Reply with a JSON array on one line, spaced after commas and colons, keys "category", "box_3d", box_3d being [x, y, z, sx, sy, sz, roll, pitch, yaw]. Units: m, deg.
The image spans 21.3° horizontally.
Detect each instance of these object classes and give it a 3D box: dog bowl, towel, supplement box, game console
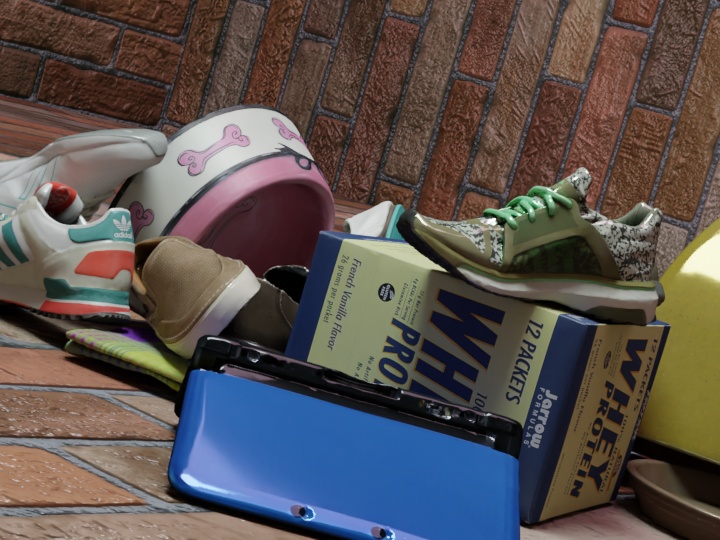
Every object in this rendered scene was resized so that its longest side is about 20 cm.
[{"category": "dog bowl", "box_3d": [-0.105, -0.027, 1.495, 0.074, 0.201, 0.200, 44, 19, 29]}, {"category": "towel", "box_3d": [-0.103, 0.070, 1.353, 0.143, 0.023, 0.200, 20, 7, 22]}, {"category": "supplement box", "box_3d": [0.079, 0.069, 1.319, 0.199, 0.135, 0.200, 19, 7, 24]}, {"category": "game console", "box_3d": [-0.015, 0.123, 1.110, 0.199, 0.119, 0.171, 17, -26, -6]}]

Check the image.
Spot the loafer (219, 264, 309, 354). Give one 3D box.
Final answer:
[{"category": "loafer", "box_3d": [-0.042, 0.033, 1.403, 0.073, 0.072, 0.200, 18, 6, 14]}]

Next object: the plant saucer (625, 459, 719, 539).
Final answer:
[{"category": "plant saucer", "box_3d": [0.282, 0.182, 1.376, 0.199, 0.030, 0.200, 17, 5, -2]}]

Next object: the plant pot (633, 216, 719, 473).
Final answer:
[{"category": "plant pot", "box_3d": [0.322, 0.070, 1.528, 0.195, 0.201, 0.194, 19, -6, 21]}]

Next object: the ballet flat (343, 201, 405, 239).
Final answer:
[{"category": "ballet flat", "box_3d": [0.000, 0.000, 1.558, 0.069, 0.070, 0.200, 17, 23, 1]}]

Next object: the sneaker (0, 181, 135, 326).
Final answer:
[{"category": "sneaker", "box_3d": [-0.236, -0.018, 1.380, 0.199, 0.094, 0.070, 11, 0, 37]}]

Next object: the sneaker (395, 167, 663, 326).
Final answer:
[{"category": "sneaker", "box_3d": [0.112, -0.027, 1.217, 0.199, 0.089, 0.077, 12, 8, -31]}]

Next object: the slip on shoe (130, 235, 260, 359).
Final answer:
[{"category": "slip on shoe", "box_3d": [-0.122, 0.009, 1.320, 0.061, 0.076, 0.200, 45, -4, -14]}]

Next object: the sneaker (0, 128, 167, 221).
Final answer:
[{"category": "sneaker", "box_3d": [-0.221, -0.056, 1.429, 0.199, 0.081, 0.070, -15, -3, 30]}]

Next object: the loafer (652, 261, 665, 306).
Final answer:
[{"category": "loafer", "box_3d": [0.164, -0.004, 1.470, 0.075, 0.070, 0.200, -1, -1, -30]}]
